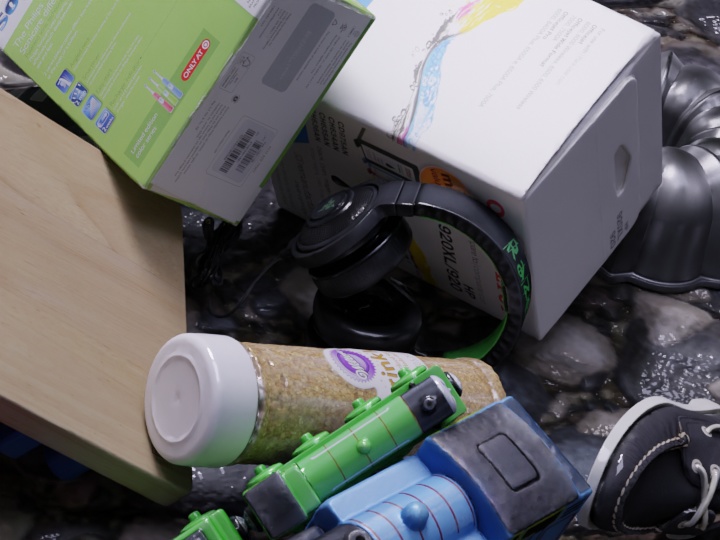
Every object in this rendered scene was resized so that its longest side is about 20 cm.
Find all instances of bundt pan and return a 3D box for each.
[{"bbox_3d":[0.182,-0.078,1.680,0.201,0.076,0.202,9,37,-7],"label":"bundt pan"}]

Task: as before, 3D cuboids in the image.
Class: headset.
[{"bbox_3d":[0.000,0.000,1.486,0.199,0.124,0.094,1,33,15],"label":"headset"}]

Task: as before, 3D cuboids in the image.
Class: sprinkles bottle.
[{"bbox_3d":[-0.016,0.073,1.383,0.200,0.068,0.068,6,35,-38],"label":"sprinkles bottle"}]

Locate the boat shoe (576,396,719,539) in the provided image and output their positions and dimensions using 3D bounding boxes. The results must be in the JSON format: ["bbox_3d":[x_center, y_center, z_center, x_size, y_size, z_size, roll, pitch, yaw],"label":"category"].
[{"bbox_3d":[0.175,0.112,1.402,0.060,0.074,0.200,28,11,23],"label":"boat shoe"}]

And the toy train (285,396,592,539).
[{"bbox_3d":[0.019,0.143,1.298,0.200,0.114,0.087,-23,62,-40],"label":"toy train"}]

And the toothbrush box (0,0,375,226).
[{"bbox_3d":[-0.110,-0.144,1.481,0.200,0.146,0.086,42,13,37],"label":"toothbrush box"}]

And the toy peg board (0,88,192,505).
[{"bbox_3d":[-0.194,0.019,1.373,0.200,0.098,0.200,32,39,-38],"label":"toy peg board"}]

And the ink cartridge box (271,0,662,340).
[{"bbox_3d":[0.059,-0.087,1.540,0.200,0.147,0.145,27,63,25],"label":"ink cartridge box"}]

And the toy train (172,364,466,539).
[{"bbox_3d":[-0.032,0.110,1.306,0.200,0.056,0.042,-34,87,-5],"label":"toy train"}]

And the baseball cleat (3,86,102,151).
[{"bbox_3d":[-0.192,-0.087,1.577,0.200,0.070,0.106,3,31,-31],"label":"baseball cleat"}]
